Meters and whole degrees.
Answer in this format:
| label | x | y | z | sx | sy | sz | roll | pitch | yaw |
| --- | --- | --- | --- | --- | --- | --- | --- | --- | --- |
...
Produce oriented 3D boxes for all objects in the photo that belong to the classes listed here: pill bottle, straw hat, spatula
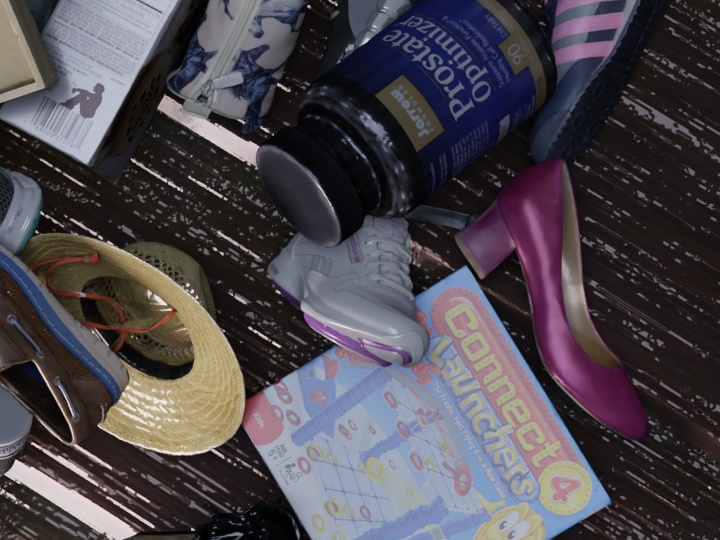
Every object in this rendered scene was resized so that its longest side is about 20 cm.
| label | x | y | z | sx | sy | sz | roll | pitch | yaw |
| --- | --- | --- | --- | --- | --- | --- | --- | --- | --- |
| pill bottle | 0.030 | -0.106 | 1.612 | 0.200 | 0.112 | 0.112 | -39 | 85 | -23 |
| straw hat | -0.149 | 0.028 | 1.682 | 0.201 | 0.201 | 0.085 | 32 | 47 | 5 |
| spatula | 0.062 | -0.038 | 1.704 | 0.200 | 0.021 | 0.057 | 14 | 103 | 2 |

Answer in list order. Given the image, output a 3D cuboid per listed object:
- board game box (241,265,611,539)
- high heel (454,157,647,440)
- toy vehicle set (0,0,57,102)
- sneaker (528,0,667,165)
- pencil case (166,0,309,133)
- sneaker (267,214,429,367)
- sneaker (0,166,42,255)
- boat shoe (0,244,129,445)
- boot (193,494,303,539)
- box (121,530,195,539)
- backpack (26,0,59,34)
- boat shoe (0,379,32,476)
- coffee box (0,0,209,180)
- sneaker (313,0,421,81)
| label | x | y | z | sx | sy | sz | roll | pitch | yaw |
| --- | --- | --- | --- | --- | --- | --- | --- | --- | --- |
| board game box | 0.045 | 0.130 | 1.681 | 0.196 | 0.056 | 0.200 | -32 | 85 | 2 |
| high heel | 0.160 | 0.021 | 1.663 | 0.096 | 0.067 | 0.200 | -39 | 82 | 18 |
| toy vehicle set | -0.320 | -0.155 | 1.604 | 0.200 | 0.027 | 0.124 | -16 | 106 | 17 |
| sneaker | 0.157 | -0.169 | 1.691 | 0.082 | 0.070 | 0.200 | 27 | 88 | 24 |
| pencil case | -0.068 | -0.198 | 1.654 | 0.078 | 0.089 | 0.200 | 22 | 113 | -8 |
| sneaker | 0.000 | 0.000 | 1.624 | 0.075 | 0.200 | 0.100 | 31 | 95 | -31 |
| sneaker | -0.309 | -0.072 | 1.662 | 0.200 | 0.091 | 0.078 | 19 | 84 | 44 |
| boat shoe | -0.247 | 0.042 | 1.616 | 0.200 | 0.072 | 0.072 | 40 | 55 | -18 |
| boot | -0.061 | 0.249 | 1.629 | 0.073 | 0.162 | 0.198 | -13 | 86 | 5 |
| box | -0.137 | 0.241 | 1.617 | 0.060 | 0.200 | 0.117 | -2 | 86 | 4 |
| backpack | -0.296 | -0.239 | 1.667 | 0.176 | 0.153 | 0.200 | 9 | 110 | 10 |
| boat shoe | -0.290 | 0.055 | 1.699 | 0.071 | 0.064 | 0.200 | -11 | 62 | -21 |
| coffee box | -0.168 | -0.173 | 1.683 | 0.080 | 0.113 | 0.200 | 28 | 89 | 5 |
| sneaker | -0.004 | -0.219 | 1.700 | 0.115 | 0.075 | 0.200 | 33 | 80 | 10 |
